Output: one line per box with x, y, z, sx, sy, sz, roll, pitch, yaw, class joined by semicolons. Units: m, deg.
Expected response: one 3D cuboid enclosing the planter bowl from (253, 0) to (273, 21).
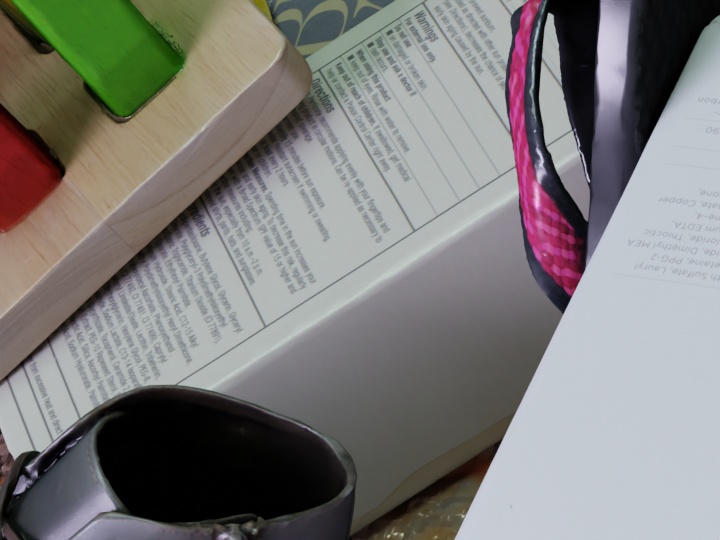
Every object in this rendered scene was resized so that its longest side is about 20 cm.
-0.131;-0.052;0.920;0.199;0.084;0.201;-20;46;22;planter bowl

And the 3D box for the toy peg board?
-0.153;-0.060;0.812;0.199;0.098;0.200;-42;48;0;toy peg board

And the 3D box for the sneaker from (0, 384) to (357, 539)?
-0.098;0.080;0.702;0.199;0.107;0.075;-6;43;-12;sneaker

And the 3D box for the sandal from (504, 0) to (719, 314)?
0.057;-0.023;0.709;0.045;0.201;0.075;11;14;27;sandal

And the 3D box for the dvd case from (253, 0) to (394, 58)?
0.048;-0.113;0.927;0.199;0.016;0.149;-7;47;29;dvd case

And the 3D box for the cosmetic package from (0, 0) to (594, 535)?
0.000;0.000;0.803;0.199;0.073;0.104;-31;39;3;cosmetic package

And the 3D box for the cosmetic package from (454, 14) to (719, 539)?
0.087;0.056;0.657;0.081;0.113;0.201;10;54;32;cosmetic package
